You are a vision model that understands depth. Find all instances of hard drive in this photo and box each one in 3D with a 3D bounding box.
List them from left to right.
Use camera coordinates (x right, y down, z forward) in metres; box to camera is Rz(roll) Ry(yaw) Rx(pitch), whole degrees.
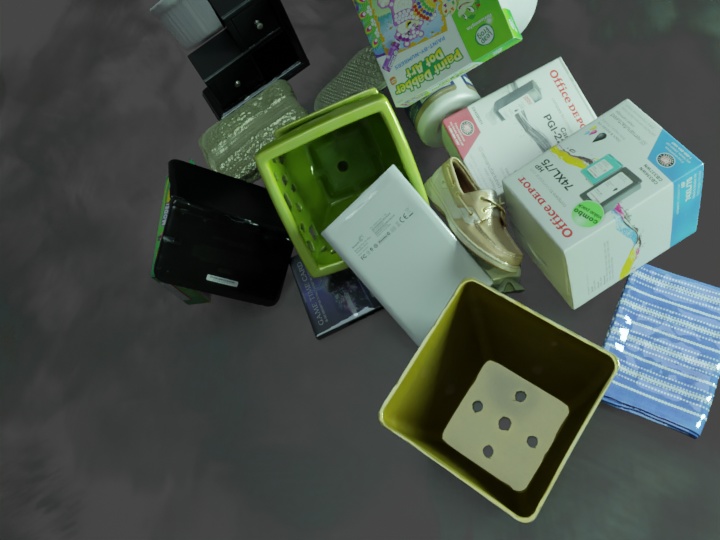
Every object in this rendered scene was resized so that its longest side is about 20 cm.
[{"bbox_3d":[0.061,-0.018,0.891,0.132,0.026,0.200,-41,94,10],"label":"hard drive"}]

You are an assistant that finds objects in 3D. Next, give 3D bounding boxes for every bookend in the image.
[{"bbox_3d":[-0.215,-0.390,1.160,0.197,0.201,0.093,-35,61,-2],"label":"bookend"}]

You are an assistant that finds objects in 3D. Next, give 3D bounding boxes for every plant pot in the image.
[{"bbox_3d":[-0.021,-0.140,0.981,0.197,0.201,0.182,-22,25,7],"label":"plant pot"},{"bbox_3d":[0.168,0.165,0.813,0.198,0.177,0.202,29,78,25],"label":"plant pot"}]

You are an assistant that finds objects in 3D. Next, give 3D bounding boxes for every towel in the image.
[{"bbox_3d":[-0.180,-0.233,1.173,0.198,0.037,0.149,-34,63,-1],"label":"towel"},{"bbox_3d":[0.388,0.095,0.867,0.143,0.024,0.202,20,73,22],"label":"towel"}]

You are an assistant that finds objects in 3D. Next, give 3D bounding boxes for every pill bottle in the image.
[{"bbox_3d":[0.105,-0.305,1.078,0.110,0.111,0.202,-26,62,3],"label":"pill bottle"}]

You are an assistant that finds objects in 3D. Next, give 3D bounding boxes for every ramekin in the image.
[{"bbox_3d":[-0.277,-0.493,1.238,0.198,0.098,0.202,-29,26,16],"label":"ramekin"}]

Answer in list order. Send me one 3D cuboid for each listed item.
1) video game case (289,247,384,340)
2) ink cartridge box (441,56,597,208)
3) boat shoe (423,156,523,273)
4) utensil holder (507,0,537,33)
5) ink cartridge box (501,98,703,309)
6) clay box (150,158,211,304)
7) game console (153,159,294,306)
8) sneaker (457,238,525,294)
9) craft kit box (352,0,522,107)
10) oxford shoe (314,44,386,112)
[{"bbox_3d":[0.000,0.000,1.025,0.197,0.019,0.145,-26,62,4],"label":"video game case"},{"bbox_3d":[0.236,-0.192,0.991,0.197,0.085,0.148,-27,77,1],"label":"ink cartridge box"},{"bbox_3d":[0.155,-0.080,0.899,0.070,0.073,0.201,-56,48,25],"label":"boat shoe"},{"bbox_3d":[0.173,-0.431,1.035,0.167,0.199,0.174,8,106,28],"label":"utensil holder"},{"bbox_3d":[0.313,-0.084,0.890,0.198,0.147,0.148,-32,53,1],"label":"ink cartridge box"},{"bbox_3d":[-0.272,-0.062,1.078,0.047,0.115,0.204,-7,64,15],"label":"clay box"},{"bbox_3d":[-0.210,-0.057,1.040,0.116,0.197,0.179,19,94,61],"label":"game console"},{"bbox_3d":[0.124,0.001,0.949,0.196,0.074,0.090,-9,84,3],"label":"sneaker"},{"bbox_3d":[0.098,-0.366,0.953,0.198,0.048,0.200,-24,92,32],"label":"craft kit box"},{"bbox_3d":[0.004,-0.301,1.093,0.199,0.057,0.077,-28,69,42],"label":"oxford shoe"}]
